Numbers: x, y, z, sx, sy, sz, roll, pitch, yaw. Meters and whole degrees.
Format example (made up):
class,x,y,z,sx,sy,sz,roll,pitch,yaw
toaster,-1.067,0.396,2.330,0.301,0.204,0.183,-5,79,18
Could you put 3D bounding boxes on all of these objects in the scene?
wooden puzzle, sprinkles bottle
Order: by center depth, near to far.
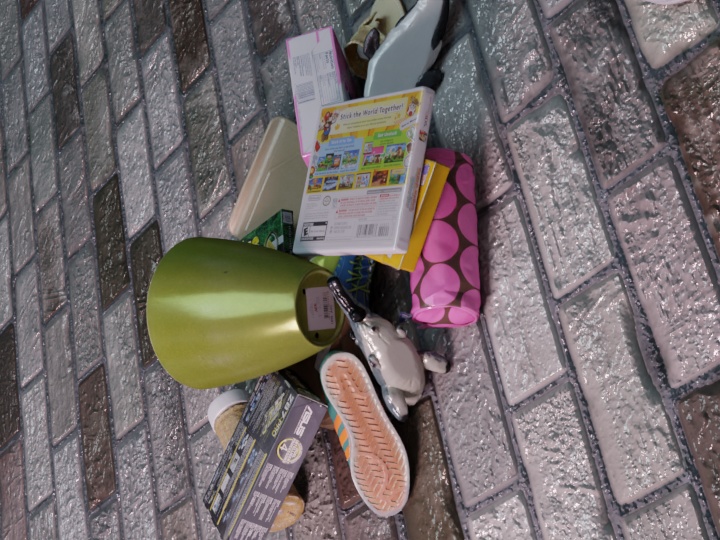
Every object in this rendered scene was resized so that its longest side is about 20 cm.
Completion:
class,x,y,z,sx,sy,sz,roll,pitch,yaw
sprinkles bottle,-0.139,0.247,1.705,0.069,0.068,0.201,-55,43,23
wooden puzzle,-0.091,-0.095,1.781,0.200,0.037,0.187,36,106,45

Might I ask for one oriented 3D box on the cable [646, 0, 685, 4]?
class,x,y,z,sx,sy,sz,roll,pitch,yaw
cable,0.324,-0.377,1.324,0.199,0.069,0.202,6,83,51

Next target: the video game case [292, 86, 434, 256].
class,x,y,z,sx,sy,sz,roll,pitch,yaw
video game case,0.001,-0.108,1.471,0.199,0.023,0.184,-1,76,54

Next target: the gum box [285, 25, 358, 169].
class,x,y,z,sx,sy,sz,roll,pitch,yaw
gum box,-0.041,-0.204,1.665,0.065,0.114,0.202,-14,59,9

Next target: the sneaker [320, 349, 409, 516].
class,x,y,z,sx,sy,sz,roll,pitch,yaw
sneaker,0.006,0.186,1.525,0.080,0.071,0.202,-146,37,-86

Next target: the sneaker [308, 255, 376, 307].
class,x,y,z,sx,sy,sz,roll,pitch,yaw
sneaker,0.000,0.000,1.618,0.200,0.075,0.106,-47,58,41

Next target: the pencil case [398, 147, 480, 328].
class,x,y,z,sx,sy,sz,roll,pitch,yaw
pencil case,0.091,-0.035,1.500,0.094,0.090,0.202,129,145,-68

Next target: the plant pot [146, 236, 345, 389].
class,x,y,z,sx,sy,sz,roll,pitch,yaw
plant pot,-0.121,0.046,1.550,0.198,0.186,0.190,-5,75,39

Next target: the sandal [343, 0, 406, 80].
class,x,y,z,sx,sy,sz,roll,pitch,yaw
sandal,0.012,-0.274,1.676,0.077,0.069,0.214,-16,67,47

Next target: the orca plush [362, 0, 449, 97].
class,x,y,z,sx,sy,sz,roll,pitch,yaw
orca plush,0.057,-0.291,1.627,0.071,0.104,0.202,-97,19,-78

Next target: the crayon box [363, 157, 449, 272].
class,x,y,z,sx,sy,sz,roll,pitch,yaw
crayon box,0.026,-0.078,1.487,0.199,0.051,0.127,26,98,54

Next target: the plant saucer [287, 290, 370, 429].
class,x,y,z,sx,sy,sz,roll,pitch,yaw
plant saucer,-0.057,0.102,1.628,0.199,0.029,0.203,17,112,50

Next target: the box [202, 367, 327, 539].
class,x,y,z,sx,sy,sz,roll,pitch,yaw
box,-0.120,0.224,1.570,0.202,0.049,0.161,-65,18,2

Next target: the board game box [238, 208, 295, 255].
class,x,y,z,sx,sy,sz,roll,pitch,yaw
board game box,-0.146,0.002,1.768,0.200,0.023,0.106,-33,54,50

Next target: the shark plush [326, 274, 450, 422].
class,x,y,z,sx,sy,sz,roll,pitch,yaw
shark plush,0.011,0.093,1.476,0.083,0.200,0.091,17,69,54
